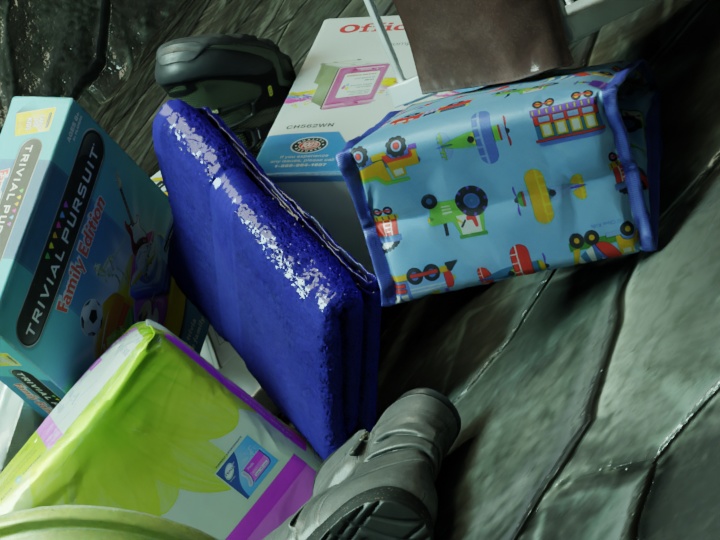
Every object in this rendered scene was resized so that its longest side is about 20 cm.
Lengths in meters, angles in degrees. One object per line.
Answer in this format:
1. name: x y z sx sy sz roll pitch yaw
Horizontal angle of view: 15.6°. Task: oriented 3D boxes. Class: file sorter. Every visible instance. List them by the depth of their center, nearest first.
1. file sorter: 0.104 -0.196 1.537 0.139 0.125 0.200 -17 7 42

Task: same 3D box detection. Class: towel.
1. towel: -0.050 0.005 1.512 0.049 0.148 0.200 -25 49 -20

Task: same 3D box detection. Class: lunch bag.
1. lunch bag: 0.083 -0.072 1.436 0.150 0.094 0.200 -12 19 14

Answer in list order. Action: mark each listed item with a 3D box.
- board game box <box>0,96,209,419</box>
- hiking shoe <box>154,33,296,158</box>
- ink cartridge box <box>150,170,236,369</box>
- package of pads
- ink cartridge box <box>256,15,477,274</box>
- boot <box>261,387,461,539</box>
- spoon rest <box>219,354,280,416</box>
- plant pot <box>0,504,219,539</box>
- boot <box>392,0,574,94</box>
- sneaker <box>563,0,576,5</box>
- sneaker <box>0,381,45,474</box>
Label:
1. board game box: -0.162 0.012 1.576 0.047 0.200 0.151 3 64 30
2. hiking shoe: -0.068 -0.076 1.663 0.076 0.200 0.101 -11 63 22
3. ink cartridge box: -0.115 -0.021 1.823 0.175 0.084 0.200 2 31 38
4. package of pads: -0.131 0.145 1.514 0.200 0.154 0.068 -51 15 -1
5. ink cartridge box: 0.027 -0.079 1.623 0.144 0.085 0.200 -1 32 16
6. boot: -0.028 0.152 1.379 0.200 0.070 0.132 -33 16 21
7. spoon rest: -0.095 0.076 1.797 0.099 0.061 0.200 -53 12 -16
8. plant pot: -0.130 0.244 1.217 0.200 0.200 0.185 -40 28 36
9. boot: 0.018 -0.177 1.431 0.200 0.167 0.072 -4 10 35
10. sneaker: 0.079 -0.132 1.787 0.199 0.076 0.114 -24 56 2
11. sneaker: -0.227 0.072 1.607 0.088 0.075 0.200 3 63 27
